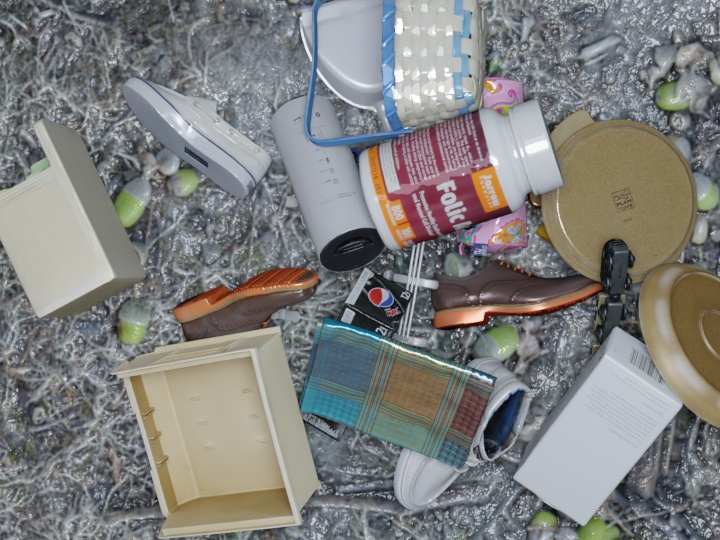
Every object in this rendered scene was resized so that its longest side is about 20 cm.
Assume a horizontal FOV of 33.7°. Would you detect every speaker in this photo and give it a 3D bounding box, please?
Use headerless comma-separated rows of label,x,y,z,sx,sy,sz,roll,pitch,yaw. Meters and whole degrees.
speaker,-0.038,-0.099,1.335,0.080,0.081,0.202,-25,59,4

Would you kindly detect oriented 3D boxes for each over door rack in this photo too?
over door rack,0.000,0.000,1.387,0.197,0.067,0.150,10,90,19

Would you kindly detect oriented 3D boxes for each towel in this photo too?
towel,0.034,0.132,1.273,0.198,0.022,0.148,20,132,6

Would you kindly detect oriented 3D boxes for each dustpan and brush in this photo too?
dustpan and brush,0.019,-0.220,1.394,0.138,0.057,0.203,-17,81,-7

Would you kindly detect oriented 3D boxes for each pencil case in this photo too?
pencil case,0.149,-0.118,1.361,0.086,0.087,0.203,-1,90,5

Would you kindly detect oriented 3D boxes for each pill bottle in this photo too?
pill bottle,0.107,-0.103,1.254,0.198,0.114,0.116,-18,88,13

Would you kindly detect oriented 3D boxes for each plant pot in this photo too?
plant pot,0.386,0.076,1.295,0.201,0.199,0.027,53,135,3

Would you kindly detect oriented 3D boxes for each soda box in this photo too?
soda box,-0.009,0.096,1.324,0.063,0.071,0.201,27,132,3

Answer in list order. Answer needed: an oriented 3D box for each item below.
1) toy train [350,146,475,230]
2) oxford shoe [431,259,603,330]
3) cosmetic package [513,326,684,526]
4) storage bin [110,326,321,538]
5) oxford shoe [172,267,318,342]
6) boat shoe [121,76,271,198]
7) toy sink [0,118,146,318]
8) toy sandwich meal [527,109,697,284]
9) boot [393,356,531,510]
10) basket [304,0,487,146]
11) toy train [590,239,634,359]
toy train,0.053,-0.099,1.358,0.198,0.034,0.046,25,94,29
oxford shoe,0.178,0.018,1.364,0.197,0.071,0.074,-9,81,4
cosmetic package,0.264,0.174,1.312,0.101,0.074,0.201,34,122,4
storage bin,-0.165,0.183,1.341,0.196,0.094,0.203,-10,102,20
oxford shoe,-0.124,0.048,1.373,0.198,0.071,0.074,-16,101,33
boat shoe,-0.191,-0.172,1.407,0.199,0.071,0.070,37,65,8
toy sink,-0.355,-0.056,1.382,0.111,0.130,0.202,-26,88,5
toy sandwich meal,0.284,-0.080,1.359,0.202,0.070,0.208,0,88,-6
boot,0.115,0.196,1.344,0.073,0.095,0.202,30,92,-27
basket,0.038,-0.223,1.300,0.197,0.139,0.179,2,80,10
toy train,0.275,0.053,1.323,0.034,0.046,0.202,-3,124,-4
